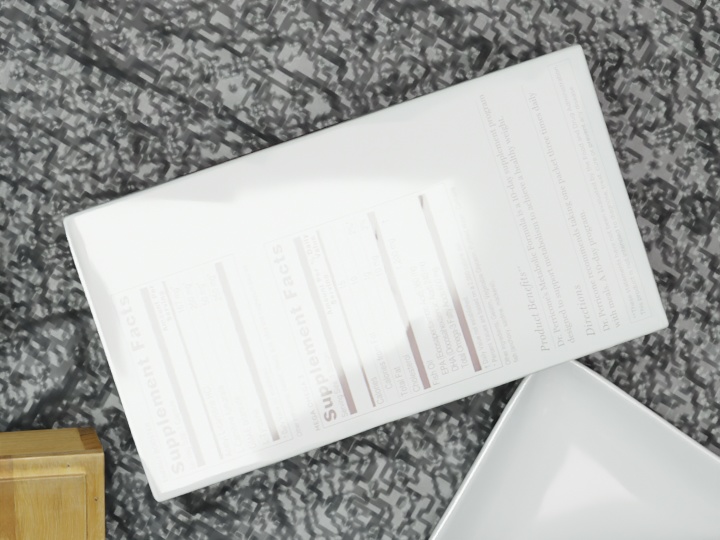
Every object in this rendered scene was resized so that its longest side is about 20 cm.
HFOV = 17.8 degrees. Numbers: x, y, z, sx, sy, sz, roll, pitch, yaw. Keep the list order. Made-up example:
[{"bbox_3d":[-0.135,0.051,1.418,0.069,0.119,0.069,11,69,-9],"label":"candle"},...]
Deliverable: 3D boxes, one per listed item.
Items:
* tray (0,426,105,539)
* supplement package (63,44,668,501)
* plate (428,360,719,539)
[{"bbox_3d":[-0.146,0.164,0.874,0.098,0.037,0.202,-3,103,-14],"label":"tray"},{"bbox_3d":[0.000,0.000,0.875,0.198,0.114,0.110,-19,91,-3],"label":"supplement package"},{"bbox_3d":[0.104,0.166,0.918,0.199,0.032,0.200,32,89,-1],"label":"plate"}]
